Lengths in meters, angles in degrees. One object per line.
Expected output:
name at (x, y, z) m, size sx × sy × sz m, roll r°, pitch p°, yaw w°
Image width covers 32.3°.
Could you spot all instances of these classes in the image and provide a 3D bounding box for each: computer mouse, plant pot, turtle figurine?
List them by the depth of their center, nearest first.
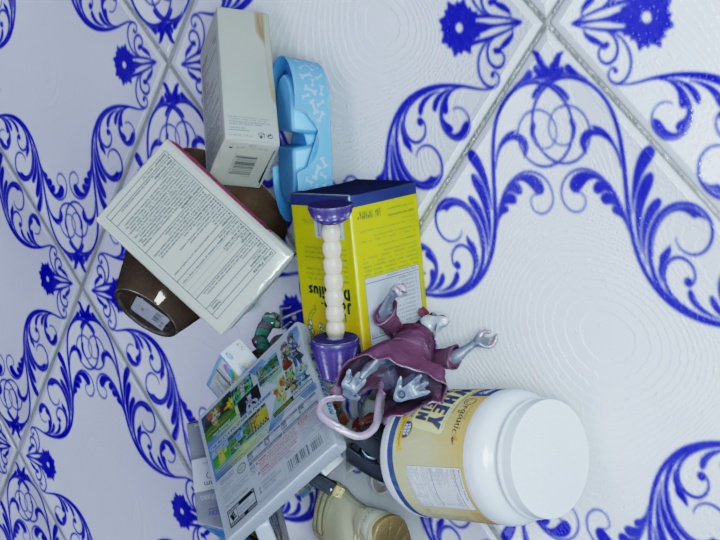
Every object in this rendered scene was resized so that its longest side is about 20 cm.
computer mouse at (0.014, 0.237, 1.469) m, size 0.141 × 0.199 × 0.046 m, roll -58°, pitch 17°, yaw 34°
plant pot at (-0.221, -0.020, 1.595) m, size 0.186 × 0.201 × 0.187 m, roll 23°, pitch 150°, yaw 14°
turtle figurine at (-0.108, 0.125, 1.647) m, size 0.150 × 0.100 × 0.200 m, roll 58°, pitch 143°, yaw 21°

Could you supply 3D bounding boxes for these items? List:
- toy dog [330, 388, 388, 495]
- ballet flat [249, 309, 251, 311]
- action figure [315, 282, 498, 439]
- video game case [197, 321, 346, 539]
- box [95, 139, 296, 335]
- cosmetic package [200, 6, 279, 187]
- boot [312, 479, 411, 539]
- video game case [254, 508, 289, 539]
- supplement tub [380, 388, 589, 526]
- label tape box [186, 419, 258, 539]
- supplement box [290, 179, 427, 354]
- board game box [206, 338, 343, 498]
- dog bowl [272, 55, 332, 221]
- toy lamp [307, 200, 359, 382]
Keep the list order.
toy dog at (0.000, 0.195, 1.536) m, size 0.132 × 0.096 × 0.200 m, roll 54°, pitch 135°, yaw 24°
ballet flat at (-0.228, 0.021, 1.775) m, size 0.199 × 0.069 × 0.070 m, roll 12°, pitch 110°, yaw 47°
action figure at (0.057, 0.103, 1.384) m, size 0.134 × 0.200 × 0.149 m, roll 35°, pitch 114°, yaw 2°
video game case at (-0.109, 0.190, 1.455) m, size 0.200 × 0.022 × 0.183 m, roll -44°, pitch 45°, yaw 25°
box at (-0.189, -0.039, 1.461) m, size 0.200 × 0.109 × 0.128 m, roll 43°, pitch 91°, yaw -1°
cosmetic package at (-0.152, -0.215, 1.547) m, size 0.105 × 0.071 × 0.201 m, roll 126°, pitch 144°, yaw -56°
boot at (0.007, 0.378, 1.604) m, size 0.155 × 0.072 × 0.201 m, roll 20°, pitch 128°, yaw 52°
video game case at (-0.118, 0.303, 1.568) m, size 0.201 × 0.023 × 0.183 m, roll -110°, pitch 4°, yaw -51°
supplement tub at (0.133, 0.200, 1.346) m, size 0.199 × 0.144 × 0.146 m, roll -7°, pitch 95°, yaw 50°
label tape box at (-0.170, 0.306, 1.631) m, size 0.144 × 0.063 × 0.201 m, roll 66°, pitch -168°, yaw -66°
supplement box at (0.000, 0.000, 1.469) m, size 0.109 × 0.108 × 0.202 m, roll 6°, pitch 105°, yaw 48°
board game box at (-0.113, 0.191, 1.588) m, size 0.200 × 0.034 × 0.135 m, roll 49°, pitch 155°, yaw 7°
dog bowl at (-0.072, -0.162, 1.525) m, size 0.111 × 0.049 × 0.202 m, roll -159°, pitch 67°, yaw -69°
toy lamp at (-0.031, 0.025, 1.386) m, size 0.058 × 0.058 × 0.202 m, roll 10°, pitch 108°, yaw 47°
